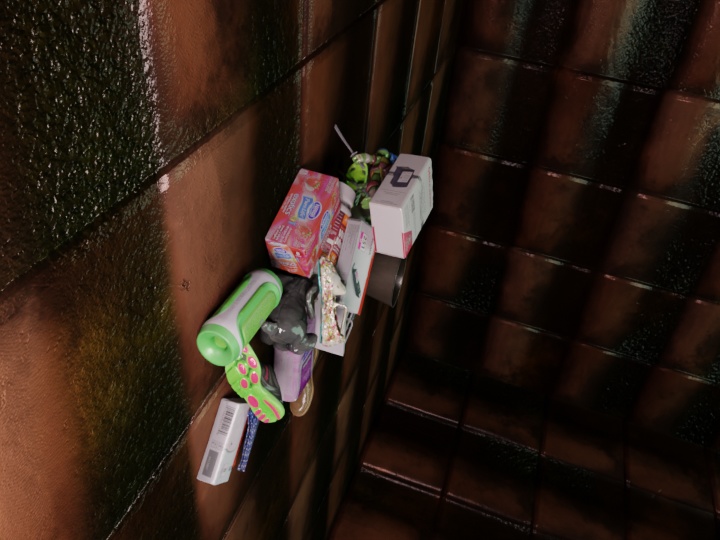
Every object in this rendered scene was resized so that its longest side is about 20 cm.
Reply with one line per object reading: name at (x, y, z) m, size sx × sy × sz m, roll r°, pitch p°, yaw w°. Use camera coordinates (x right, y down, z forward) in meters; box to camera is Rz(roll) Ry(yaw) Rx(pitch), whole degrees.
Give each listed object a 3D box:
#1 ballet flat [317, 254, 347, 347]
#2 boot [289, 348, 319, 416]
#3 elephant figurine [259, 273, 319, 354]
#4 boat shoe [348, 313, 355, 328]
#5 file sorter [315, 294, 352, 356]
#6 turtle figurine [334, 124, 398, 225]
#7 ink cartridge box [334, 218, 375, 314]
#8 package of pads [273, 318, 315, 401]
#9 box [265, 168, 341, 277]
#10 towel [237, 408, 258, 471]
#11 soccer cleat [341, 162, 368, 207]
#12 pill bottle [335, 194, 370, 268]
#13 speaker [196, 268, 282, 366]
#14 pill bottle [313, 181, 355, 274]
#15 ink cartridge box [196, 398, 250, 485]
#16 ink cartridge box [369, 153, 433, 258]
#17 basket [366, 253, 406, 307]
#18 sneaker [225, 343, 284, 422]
ballet flat at (-0.060, 0.067, 1.357) m, size 0.076 × 0.062 × 0.206 m, roll -59°, pitch 148°, yaw -81°
boot at (-0.163, 0.288, 1.670) m, size 0.075 × 0.072 × 0.205 m, roll 39°, pitch 57°, yaw -69°
elephant figurine at (-0.145, 0.068, 1.358) m, size 0.155 × 0.139 × 0.204 m, roll -26°, pitch -136°, yaw 61°
boat shoe at (-0.076, 0.163, 1.847) m, size 0.072 × 0.089 × 0.202 m, roll 93°, pitch 17°, yaw -46°
file sorter at (-0.087, 0.091, 1.599) m, size 0.126 × 0.135 × 0.203 m, roll -66°, pitch 165°, yaw -45°
turtle figurine at (0.005, -0.218, 1.524) m, size 0.145 × 0.195 × 0.198 m, roll 125°, pitch -29°, yaw -50°
ink cartridge box at (0.000, 0.000, 1.474) m, size 0.173 × 0.043 × 0.205 m, roll 27°, pitch 75°, yaw -60°
package of pads at (-0.164, 0.211, 1.535) m, size 0.121 × 0.074 × 0.204 m, roll -53°, pitch 156°, yaw -54°
box at (-0.117, -0.102, 1.314) m, size 0.101 × 0.093 × 0.203 m, roll 86°, pitch 23°, yaw -56°
towel at (-0.235, 0.328, 1.373) m, size 0.146 × 0.023 × 0.203 m, roll -78°, pitch -175°, yaw -52°
soccer cleat at (-0.025, -0.220, 1.683) m, size 0.082 × 0.066 × 0.203 m, roll -86°, pitch -168°, yaw -52°
pill bottle at (-0.003, -0.099, 1.658) m, size 0.201 × 0.112 × 0.113 m, roll -54°, pitch 178°, yaw 28°
speaker at (-0.212, 0.078, 1.119) m, size 0.201 × 0.086 × 0.090 m, roll -59°, pitch 161°, yaw -52°
pill bottle at (-0.082, -0.101, 1.444) m, size 0.110 × 0.107 × 0.204 m, roll 73°, pitch 34°, yaw -69°
ink cartridge box at (-0.263, 0.354, 1.314) m, size 0.200 × 0.056 × 0.166 m, roll 41°, pitch 64°, yaw -72°
ink cartridge box at (0.100, -0.154, 1.451) m, size 0.147 × 0.082 × 0.202 m, roll 81°, pitch 30°, yaw -43°
basket at (0.024, -0.002, 1.850) m, size 0.136 × 0.195 × 0.184 m, roll -50°, pitch 152°, yaw -61°
sneaker at (-0.214, 0.216, 1.248) m, size 0.084 × 0.075 × 0.203 m, roll -103°, pitch 173°, yaw -61°
